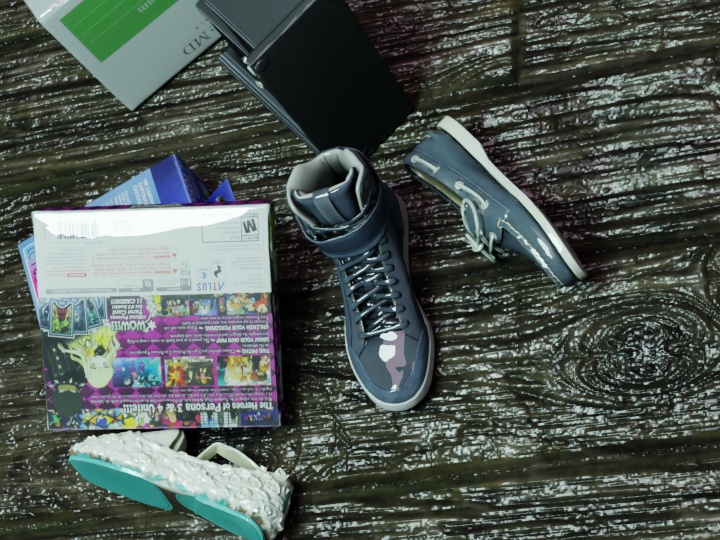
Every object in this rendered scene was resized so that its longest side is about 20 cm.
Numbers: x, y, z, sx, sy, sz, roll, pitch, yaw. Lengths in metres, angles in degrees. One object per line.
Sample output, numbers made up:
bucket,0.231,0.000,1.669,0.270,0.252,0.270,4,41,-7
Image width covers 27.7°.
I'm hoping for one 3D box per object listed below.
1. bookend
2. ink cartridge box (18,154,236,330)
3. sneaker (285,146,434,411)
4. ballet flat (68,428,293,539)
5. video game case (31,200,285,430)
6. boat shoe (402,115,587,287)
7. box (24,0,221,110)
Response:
bookend,-0.076,-0.206,1.239,0.092,0.200,0.199,-44,59,-2
ink cartridge box,-0.185,-0.004,1.270,0.198,0.076,0.137,-28,60,7
sneaker,-0.002,0.000,1.149,0.076,0.146,0.205,-17,64,13
ballet flat,-0.141,0.166,1.187,0.198,0.072,0.072,16,74,22
video game case,-0.163,0.037,1.188,0.197,0.036,0.184,-2,98,6
boat shoe,0.103,-0.047,1.165,0.062,0.075,0.200,-40,57,0
box,-0.222,-0.306,1.361,0.198,0.171,0.201,-39,59,3
